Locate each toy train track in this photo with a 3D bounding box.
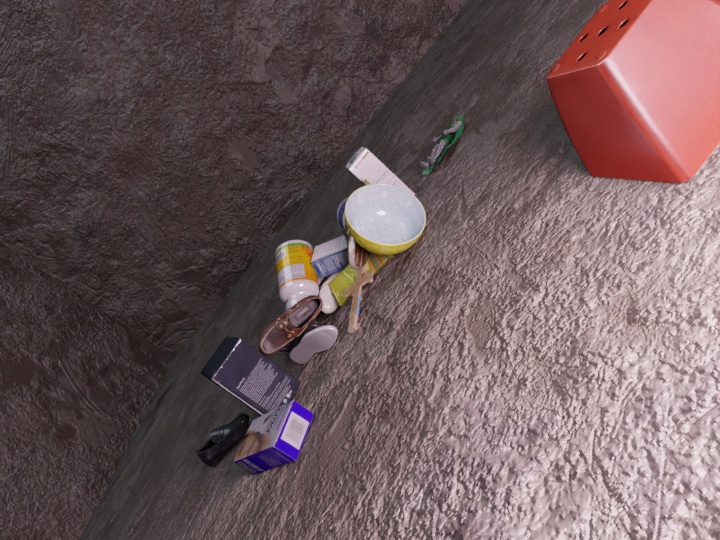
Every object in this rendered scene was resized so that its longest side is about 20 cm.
[{"bbox_3d":[-0.001,0.072,1.306,0.114,0.032,0.202,-36,31,37],"label":"toy train track"}]

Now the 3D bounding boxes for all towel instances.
[{"bbox_3d":[0.000,0.000,1.395,0.200,0.018,0.087,-45,49,18],"label":"towel"}]

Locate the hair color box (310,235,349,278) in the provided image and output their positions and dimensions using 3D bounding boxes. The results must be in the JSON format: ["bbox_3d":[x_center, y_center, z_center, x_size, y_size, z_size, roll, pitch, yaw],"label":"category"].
[{"bbox_3d":[-0.033,-0.056,1.471,0.198,0.061,0.100,-21,26,13],"label":"hair color box"}]

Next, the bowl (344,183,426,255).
[{"bbox_3d":[0.055,-0.107,1.313,0.108,0.198,0.202,101,-168,-53],"label":"bowl"}]

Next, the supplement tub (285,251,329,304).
[{"bbox_3d":[-0.136,0.033,1.591,0.201,0.122,0.122,-58,17,-19],"label":"supplement tub"}]

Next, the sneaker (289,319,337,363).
[{"bbox_3d":[-0.113,0.157,1.359,0.200,0.070,0.100,-41,24,46],"label":"sneaker"}]

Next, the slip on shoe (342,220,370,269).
[{"bbox_3d":[-0.015,-0.094,1.379,0.060,0.076,0.203,-12,65,33],"label":"slip on shoe"}]

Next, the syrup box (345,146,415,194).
[{"bbox_3d":[0.056,-0.260,1.537,0.082,0.199,0.079,-49,17,6],"label":"syrup box"}]

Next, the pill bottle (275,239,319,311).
[{"bbox_3d":[-0.173,0.027,1.467,0.111,0.110,0.202,-38,50,38],"label":"pill bottle"}]

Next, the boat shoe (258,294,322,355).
[{"bbox_3d":[-0.175,0.133,1.330,0.200,0.070,0.070,-45,7,-16],"label":"boat shoe"}]

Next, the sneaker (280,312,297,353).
[{"bbox_3d":[-0.226,0.208,1.613,0.201,0.071,0.084,-91,18,-66],"label":"sneaker"}]

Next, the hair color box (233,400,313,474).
[{"bbox_3d":[-0.192,0.366,1.161,0.200,0.065,0.110,-38,22,45],"label":"hair color box"}]

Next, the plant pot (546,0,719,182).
[{"bbox_3d":[0.375,-0.257,0.714,0.201,0.176,0.200,-52,16,2],"label":"plant pot"}]

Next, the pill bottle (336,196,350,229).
[{"bbox_3d":[-0.002,-0.160,1.631,0.120,0.119,0.200,-51,16,4],"label":"pill bottle"}]

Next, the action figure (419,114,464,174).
[{"bbox_3d":[0.244,-0.376,1.536,0.201,0.055,0.118,-55,13,-21],"label":"action figure"}]

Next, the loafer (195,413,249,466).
[{"bbox_3d":[-0.378,0.459,1.459,0.201,0.070,0.068,-47,18,19],"label":"loafer"}]

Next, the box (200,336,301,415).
[{"bbox_3d":[-0.285,0.275,1.364,0.125,0.196,0.199,-57,18,-18],"label":"box"}]

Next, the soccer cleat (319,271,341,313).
[{"bbox_3d":[-0.056,0.032,1.480,0.077,0.069,0.201,-26,28,47],"label":"soccer cleat"}]
